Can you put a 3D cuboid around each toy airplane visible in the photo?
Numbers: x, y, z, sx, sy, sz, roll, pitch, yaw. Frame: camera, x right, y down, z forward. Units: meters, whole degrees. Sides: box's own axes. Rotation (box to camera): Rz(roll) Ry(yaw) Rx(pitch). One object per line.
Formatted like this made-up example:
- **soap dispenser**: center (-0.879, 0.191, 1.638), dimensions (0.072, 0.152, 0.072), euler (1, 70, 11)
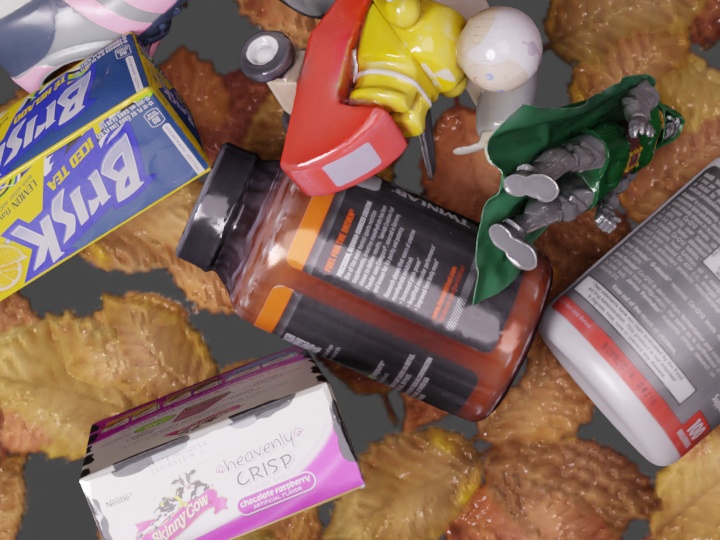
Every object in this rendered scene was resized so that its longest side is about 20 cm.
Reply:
- **toy airplane**: center (0.045, -0.142, 1.177), dimensions (0.141, 0.200, 0.200), euler (27, 119, 34)

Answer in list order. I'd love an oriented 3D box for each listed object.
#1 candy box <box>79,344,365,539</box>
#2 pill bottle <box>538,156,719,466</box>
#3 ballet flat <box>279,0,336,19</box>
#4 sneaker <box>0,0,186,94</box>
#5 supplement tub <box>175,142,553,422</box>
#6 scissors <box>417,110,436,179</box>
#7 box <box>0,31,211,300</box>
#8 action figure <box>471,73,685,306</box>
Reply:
- **candy box**: center (-0.076, 0.099, 1.186), dimensions (0.136, 0.200, 0.061), euler (-21, 95, -3)
- **pill bottle**: center (0.208, 0.006, 1.247), dimensions (0.200, 0.116, 0.116), euler (-41, 96, -1)
- **ballet flat**: center (-0.069, -0.222, 1.250), dimensions (0.066, 0.057, 0.200), euler (-38, 91, 26)
- **sneaker**: center (-0.117, -0.159, 1.222), dimensions (0.199, 0.070, 0.082), euler (-19, 118, 16)
- **supplement tub**: center (0.000, 0.000, 1.232), dimensions (0.199, 0.107, 0.107), euler (25, 91, -5)
- **scissors**: center (0.021, -0.152, 1.256), dimensions (0.073, 0.014, 0.201), euler (-3, 98, -45)
- **box**: center (-0.186, -0.042, 1.209), dimensions (0.200, 0.064, 0.070), euler (-32, 128, 6)
- **action figure**: center (0.129, -0.061, 1.213), dimensions (0.055, 0.200, 0.119), euler (28, 122, 20)
